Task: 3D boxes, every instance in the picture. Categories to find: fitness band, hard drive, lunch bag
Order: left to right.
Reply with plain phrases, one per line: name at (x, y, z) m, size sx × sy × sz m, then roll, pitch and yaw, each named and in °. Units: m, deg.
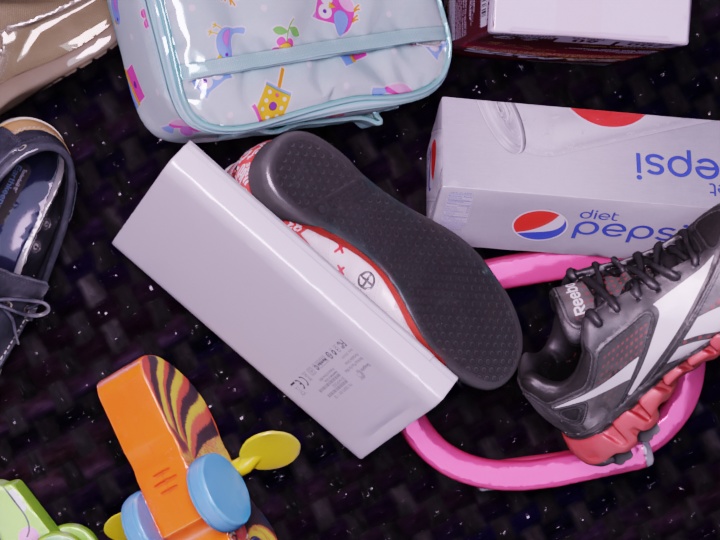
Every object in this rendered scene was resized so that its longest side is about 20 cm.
hard drive at (-0.047, 0.022, 1.160) m, size 0.200 × 0.132 × 0.026 m, roll 42°, pitch 61°, yaw -3°
lunch bag at (-0.042, -0.155, 1.151) m, size 0.200 × 0.077 × 0.161 m, roll -14°, pitch 90°, yaw -30°
fitness band at (0.114, 0.059, 1.223) m, size 0.200 × 0.037 × 0.144 m, roll -10°, pitch 92°, yaw -5°

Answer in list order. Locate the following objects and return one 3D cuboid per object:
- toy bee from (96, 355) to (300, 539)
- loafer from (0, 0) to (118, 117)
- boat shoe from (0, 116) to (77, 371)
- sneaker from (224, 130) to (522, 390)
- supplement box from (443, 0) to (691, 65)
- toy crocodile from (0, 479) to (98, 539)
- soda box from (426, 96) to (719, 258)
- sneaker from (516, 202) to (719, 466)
toy bee at (-0.093, 0.152, 1.189) m, size 0.131 × 0.109 × 0.200 m, roll -7°, pitch 79°, yaw 26°
loafer at (-0.201, -0.135, 1.171) m, size 0.200 × 0.076 × 0.067 m, roll -34°, pitch 100°, yaw -3°
boat shoe at (-0.220, 0.006, 1.173) m, size 0.075 × 0.062 × 0.200 m, roll 23°, pitch 89°, yaw -30°
sneaker at (0.000, -0.001, 1.183) m, size 0.201 × 0.108 × 0.067 m, roll 40°, pitch 66°, yaw -16°
supplement box at (0.112, -0.153, 1.134) m, size 0.109 × 0.200 × 0.061 m, roll 3°, pitch 93°, yaw -5°
toy crocodile at (-0.163, 0.207, 1.189) m, size 0.062 × 0.068 × 0.200 m, roll -37°, pitch 95°, yaw -2°
soda box at (0.141, -0.052, 1.197) m, size 0.200 × 0.063 × 0.068 m, roll 5°, pitch 58°, yaw -4°
sneaker at (0.166, 0.020, 1.144) m, size 0.098 × 0.071 × 0.200 m, roll 33°, pitch 109°, yaw -24°
